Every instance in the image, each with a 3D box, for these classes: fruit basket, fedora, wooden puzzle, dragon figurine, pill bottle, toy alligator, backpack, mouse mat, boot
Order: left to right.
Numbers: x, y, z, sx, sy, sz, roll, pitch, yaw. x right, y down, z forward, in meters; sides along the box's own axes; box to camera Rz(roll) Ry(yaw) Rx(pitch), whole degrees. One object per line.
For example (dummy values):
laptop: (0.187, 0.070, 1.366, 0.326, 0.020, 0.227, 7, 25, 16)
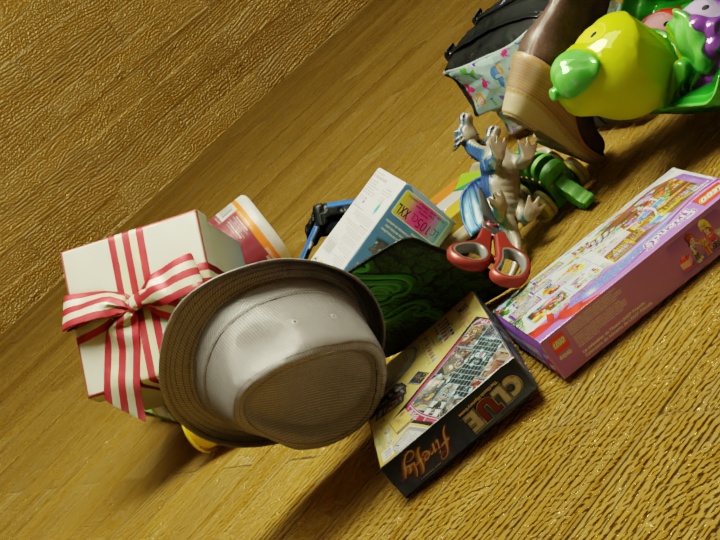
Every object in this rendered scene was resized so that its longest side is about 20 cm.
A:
pill bottle: (-0.201, 0.002, 2.087, 0.199, 0.115, 0.114, -39, 14, -4)
fedora: (-0.057, 0.085, 1.258, 0.198, 0.179, 0.090, -1, 25, -28)
mouse mat: (0.032, 0.029, 1.377, 0.160, 0.008, 0.199, -31, -28, 25)
wooden puzzle: (0.103, -0.065, 1.705, 0.200, 0.037, 0.184, -44, 15, -21)
dragon figurine: (0.133, -0.067, 1.504, 0.058, 0.203, 0.099, -1, -16, -16)
toy alligator: (0.171, -0.099, 1.551, 0.059, 0.054, 0.200, -44, 23, -6)
backpack: (0.216, -0.267, 1.830, 0.178, 0.151, 0.199, -49, 11, -33)
boot: (0.218, -0.200, 1.506, 0.072, 0.199, 0.168, 25, 91, 33)
fruit basket: (0.268, -0.204, 1.409, 0.215, 0.213, 0.158, -174, 96, -70)

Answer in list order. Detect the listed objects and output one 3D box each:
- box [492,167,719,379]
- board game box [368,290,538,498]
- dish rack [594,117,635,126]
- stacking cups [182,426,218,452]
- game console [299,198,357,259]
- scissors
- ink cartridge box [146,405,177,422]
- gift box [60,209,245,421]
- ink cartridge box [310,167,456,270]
box: (0.209, -0.002, 1.234, 0.199, 0.039, 0.137, -38, 13, -3)
board game box: (0.067, 0.096, 1.265, 0.135, 0.035, 0.200, -41, 13, 6)
dish rack: (0.316, -0.228, 1.663, 0.200, 0.055, 0.153, -41, 15, -15)
stacking cups: (-0.093, 0.123, 1.552, 0.199, 0.061, 0.061, -27, 17, 32)
game console: (-0.021, -0.011, 1.796, 0.168, 0.120, 0.200, -7, -4, -6)
scissors: (0.122, -0.031, 1.369, 0.200, 0.072, 0.014, -59, -16, -67)
ink cartridge box: (-0.215, 0.104, 1.875, 0.148, 0.076, 0.199, -42, 16, -19)
gift box: (-0.201, 0.058, 1.657, 0.182, 0.202, 0.187, -21, -16, 10)
ink cartridge box: (0.000, 0.000, 1.610, 0.201, 0.076, 0.136, -52, 15, 1)
